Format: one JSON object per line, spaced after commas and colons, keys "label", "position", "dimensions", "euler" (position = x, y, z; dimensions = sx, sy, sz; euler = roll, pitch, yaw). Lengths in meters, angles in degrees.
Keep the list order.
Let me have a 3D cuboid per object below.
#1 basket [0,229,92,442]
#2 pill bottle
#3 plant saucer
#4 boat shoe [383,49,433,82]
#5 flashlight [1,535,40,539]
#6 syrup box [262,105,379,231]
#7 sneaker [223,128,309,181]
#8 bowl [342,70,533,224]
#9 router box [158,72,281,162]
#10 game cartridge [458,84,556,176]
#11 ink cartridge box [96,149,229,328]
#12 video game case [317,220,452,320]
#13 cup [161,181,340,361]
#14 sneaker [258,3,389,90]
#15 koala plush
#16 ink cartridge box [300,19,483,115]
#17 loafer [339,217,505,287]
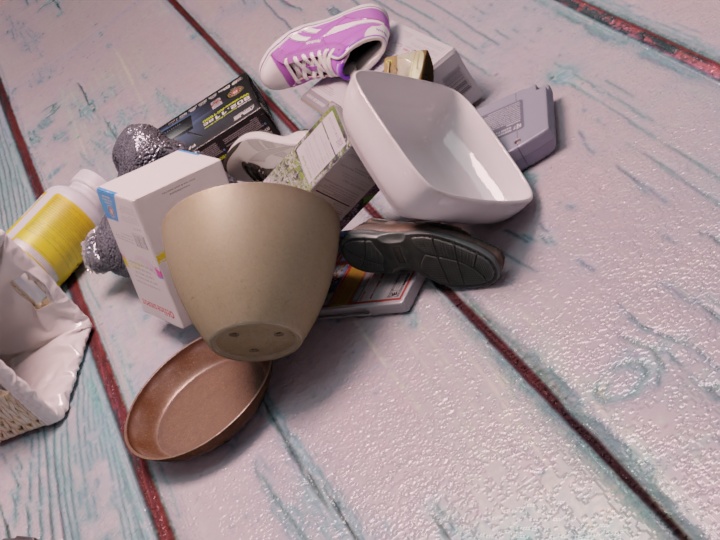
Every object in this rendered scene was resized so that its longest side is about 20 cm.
{"label": "basket", "position": [-0.483, 0.097, 1.754], "dimensions": [0.161, 0.198, 0.200], "euler": [-26, 32, 22]}
{"label": "pill bottle", "position": [-0.449, -0.054, 2.006], "dimensions": [0.112, 0.112, 0.200], "euler": [7, 50, 48]}
{"label": "plant saucer", "position": [-0.177, 0.147, 1.540], "dimensions": [0.200, 0.037, 0.201], "euler": [-24, 32, 16]}
{"label": "boat shoe", "position": [0.042, -0.184, 1.654], "dimensions": [0.066, 0.074, 0.200], "euler": [2, 54, 18]}
{"label": "flashlight", "position": [-0.430, 0.327, 1.506], "dimensions": [0.200, 0.068, 0.068], "euler": [-6, 31, 39]}
{"label": "syrup box", "position": [-0.056, -0.090, 1.597], "dimensions": [0.200, 0.081, 0.079], "euler": [-46, 43, 25]}
{"label": "sneaker", "position": [-0.121, -0.144, 1.854], "dimensions": [0.200, 0.074, 0.079], "euler": [-2, 49, 43]}
{"label": "bowl", "position": [0.077, -0.124, 1.507], "dimensions": [0.075, 0.199, 0.200], "euler": [-53, 55, 31]}
{"label": "router box", "position": [-0.227, -0.199, 2.039], "dimensions": [0.200, 0.062, 0.150], "euler": [-33, 32, 4]}
{"label": "game cartridge", "position": [0.143, -0.148, 1.639], "dimensions": [0.200, 0.041, 0.133], "euler": [-22, 30, 21]}
{"label": "ink cartridge box", "position": [-0.219, -0.030, 1.683], "dimensions": [0.125, 0.200, 0.128], "euler": [-28, 24, -24]}
{"label": "video game case", "position": [0.000, 0.000, 1.590], "dimensions": [0.200, 0.017, 0.143], "euler": [-6, 41, 38]}
{"label": "cup", "position": [-0.117, 0.015, 1.482], "dimensions": [0.200, 0.200, 0.144], "euler": [-19, 59, 25]}
{"label": "sneaker", "position": [-0.053, -0.285, 1.825], "dimensions": [0.200, 0.073, 0.114], "euler": [-26, 35, 19]}
{"label": "koala plush", "position": [-0.295, -0.077, 1.854], "dimensions": [0.177, 0.184, 0.200], "euler": [9, 64, 50]}
{"label": "ink cartridge box", "position": [0.037, -0.234, 1.811], "dimensions": [0.175, 0.084, 0.200], "euler": [-40, 30, -4]}
{"label": "loafer", "position": [0.072, -0.031, 1.491], "dimensions": [0.200, 0.072, 0.063], "euler": [8, 43, 31]}
